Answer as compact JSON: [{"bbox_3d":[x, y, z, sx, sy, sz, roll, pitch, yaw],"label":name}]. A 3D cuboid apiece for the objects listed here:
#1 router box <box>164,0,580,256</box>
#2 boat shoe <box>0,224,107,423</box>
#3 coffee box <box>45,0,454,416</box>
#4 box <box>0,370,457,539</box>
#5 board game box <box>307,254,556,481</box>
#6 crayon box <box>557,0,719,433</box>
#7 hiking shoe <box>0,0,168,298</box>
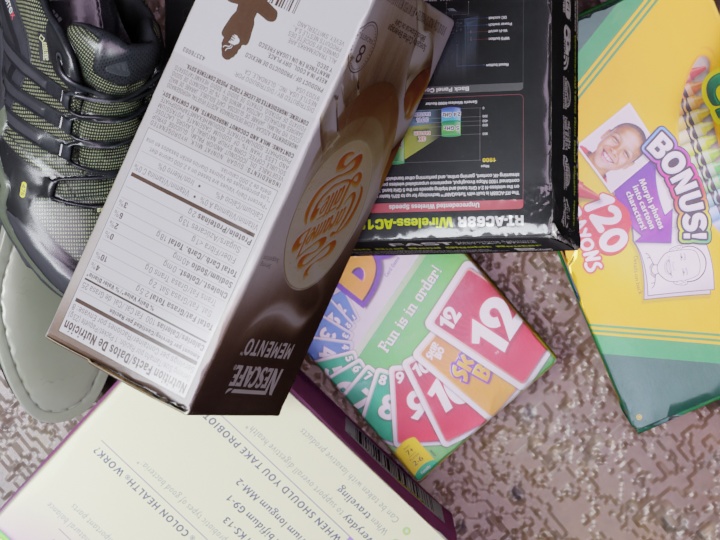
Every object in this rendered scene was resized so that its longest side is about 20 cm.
[{"bbox_3d":[0.005,-0.084,1.062,0.199,0.062,0.151,-1,84,18],"label":"router box"},{"bbox_3d":[-0.164,-0.027,1.116,0.071,0.060,0.203,-7,97,-29],"label":"boat shoe"},{"bbox_3d":[-0.046,-0.042,0.983,0.079,0.114,0.201,26,95,19],"label":"coffee box"},{"bbox_3d":[-0.081,0.142,1.108,0.176,0.097,0.200,43,93,-3],"label":"box"},{"bbox_3d":[0.000,0.000,1.132,0.095,0.030,0.200,-41,91,4],"label":"board game box"},{"bbox_3d":[0.150,-0.036,1.110,0.118,0.058,0.201,-23,93,3],"label":"crayon box"},{"bbox_3d":[-0.130,-0.078,1.037,0.075,0.101,0.201,-14,95,-27],"label":"hiking shoe"}]
